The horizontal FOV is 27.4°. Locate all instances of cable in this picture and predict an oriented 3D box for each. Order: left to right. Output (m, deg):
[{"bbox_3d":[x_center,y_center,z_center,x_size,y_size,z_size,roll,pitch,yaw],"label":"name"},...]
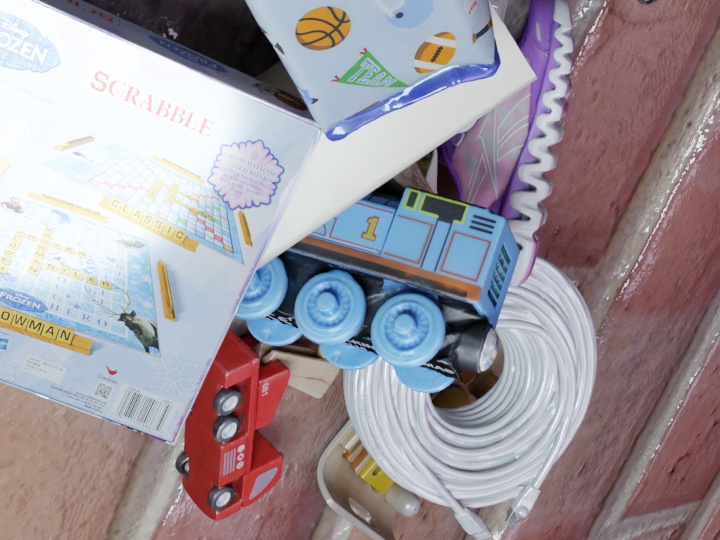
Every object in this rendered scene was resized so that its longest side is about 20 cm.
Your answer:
[{"bbox_3d":[0.085,0.077,1.112,0.199,0.069,0.201,39,89,-25],"label":"cable"}]

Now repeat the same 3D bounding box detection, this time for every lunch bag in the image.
[{"bbox_3d":[-0.012,-0.202,0.728,0.123,0.202,0.171,-19,141,7],"label":"lunch bag"}]

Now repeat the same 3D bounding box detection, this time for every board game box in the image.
[{"bbox_3d":[-0.148,-0.032,0.769,0.198,0.041,0.201,23,107,-16],"label":"board game box"}]

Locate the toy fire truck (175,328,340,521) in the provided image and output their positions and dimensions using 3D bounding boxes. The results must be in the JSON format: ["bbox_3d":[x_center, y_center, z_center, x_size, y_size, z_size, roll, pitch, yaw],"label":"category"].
[{"bbox_3d":[-0.057,0.071,1.032,0.140,0.049,0.202,-23,136,-34],"label":"toy fire truck"}]

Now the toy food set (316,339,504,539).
[{"bbox_3d":[0.064,0.133,1.201,0.200,0.060,0.144,-49,144,-3],"label":"toy food set"}]

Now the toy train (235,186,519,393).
[{"bbox_3d":[0.000,0.000,0.920,0.087,0.198,0.115,54,55,-66],"label":"toy train"}]

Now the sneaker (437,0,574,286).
[{"bbox_3d":[0.097,-0.095,1.028,0.080,0.087,0.203,-10,113,-78],"label":"sneaker"}]

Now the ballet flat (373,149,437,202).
[{"bbox_3d":[0.019,-0.074,0.977,0.068,0.068,0.201,-58,148,-22],"label":"ballet flat"}]

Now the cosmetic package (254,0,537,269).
[{"bbox_3d":[-0.008,-0.092,0.841,0.199,0.104,0.073,-35,111,6],"label":"cosmetic package"}]

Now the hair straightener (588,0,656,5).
[{"bbox_3d":[0.170,-0.227,1.030,0.199,0.041,0.078,0,121,-51],"label":"hair straightener"}]

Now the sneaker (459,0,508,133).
[{"bbox_3d":[0.072,-0.184,0.923,0.081,0.075,0.202,-29,131,-48],"label":"sneaker"}]
